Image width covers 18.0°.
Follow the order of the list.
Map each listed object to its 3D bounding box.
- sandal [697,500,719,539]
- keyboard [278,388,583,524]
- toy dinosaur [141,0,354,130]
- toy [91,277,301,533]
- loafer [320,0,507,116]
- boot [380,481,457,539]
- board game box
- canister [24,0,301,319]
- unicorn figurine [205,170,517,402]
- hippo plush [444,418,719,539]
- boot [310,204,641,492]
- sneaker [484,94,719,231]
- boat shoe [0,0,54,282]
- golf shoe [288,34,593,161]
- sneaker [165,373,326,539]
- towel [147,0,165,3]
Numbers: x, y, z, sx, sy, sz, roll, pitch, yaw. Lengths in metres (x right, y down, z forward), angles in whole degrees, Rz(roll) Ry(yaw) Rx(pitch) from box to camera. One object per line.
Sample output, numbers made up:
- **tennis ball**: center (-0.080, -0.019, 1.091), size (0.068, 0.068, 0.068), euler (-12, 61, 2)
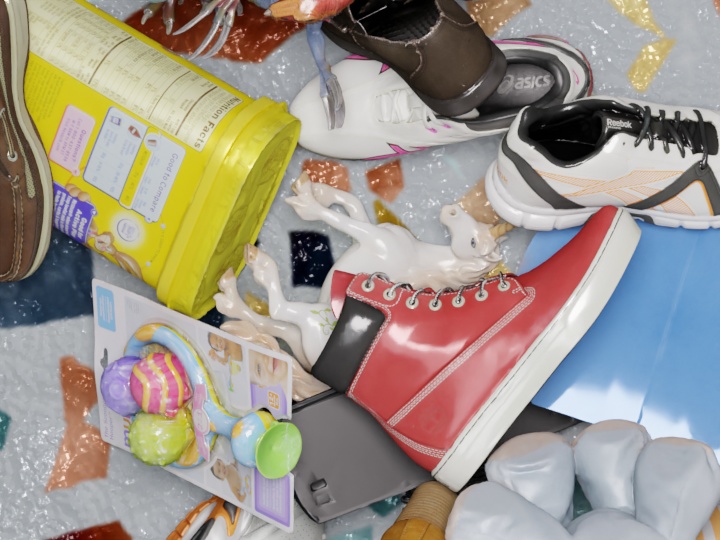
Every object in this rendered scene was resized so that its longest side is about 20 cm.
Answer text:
- **sandal**: center (0.184, 0.198, 1.427), size (0.205, 0.059, 0.080), euler (-14, 88, 10)
- **keyboard**: center (0.044, 0.106, 1.446), size (0.199, 0.040, 0.105), euler (-19, 90, -12)
- **toy dinosaur**: center (-0.064, -0.186, 1.393), size (0.181, 0.105, 0.202), euler (-13, 78, 51)
- **toy**: center (-0.119, 0.086, 1.420), size (0.199, 0.047, 0.116), euler (17, 115, 42)
- **loafer**: center (0.018, -0.169, 1.407), size (0.073, 0.071, 0.200), euler (-44, 43, -6)
- **boot**: center (0.033, 0.243, 1.381), size (0.070, 0.144, 0.202), euler (2, 119, 17)
- **board game box**: center (0.194, 0.033, 1.432), size (0.199, 0.039, 0.159), euler (18, 79, 8)
- **canister**: center (-0.155, -0.082, 1.459), size (0.199, 0.087, 0.149), euler (31, 119, 10)
- **unicorn figurine**: center (0.000, 0.000, 1.451), size (0.137, 0.074, 0.200), euler (37, 87, -1)
- **hippo plush**: center (0.155, 0.197, 1.357), size (0.199, 0.159, 0.162), euler (27, 137, 42)
- **boot**: center (0.065, 0.013, 1.381), size (0.144, 0.072, 0.200), euler (39, 92, 4)
- **sneaker**: center (0.178, -0.070, 1.396), size (0.199, 0.080, 0.074), euler (-7, 59, -7)
- **boat shoe**: center (-0.243, -0.083, 1.407), size (0.074, 0.075, 0.204), euler (3, 111, 25)
- **golf shoe**: center (0.046, -0.114, 1.435), size (0.199, 0.092, 0.073), euler (-10, 91, 11)
- **sneaker**: center (-0.047, 0.155, 1.472), size (0.092, 0.076, 0.200), euler (40, 88, -20)
- **towel**: center (-0.050, -0.248, 1.387), size (0.170, 0.201, 0.048), euler (-18, 126, 17)
